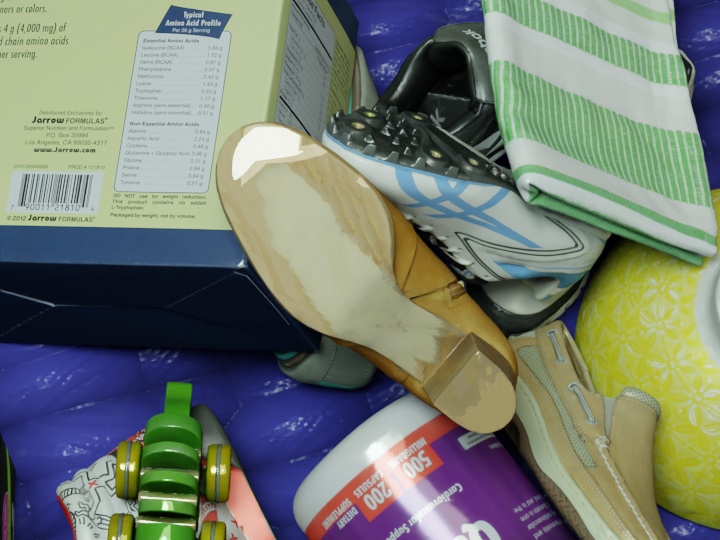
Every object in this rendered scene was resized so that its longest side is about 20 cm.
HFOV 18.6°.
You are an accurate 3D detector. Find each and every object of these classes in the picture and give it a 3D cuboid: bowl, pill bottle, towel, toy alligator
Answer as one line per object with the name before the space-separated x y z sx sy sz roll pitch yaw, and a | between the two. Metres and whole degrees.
bowl | 0.222 0.035 1.212 0.199 0.108 0.201 1 70 -3
pill bottle | 0.063 0.165 1.150 0.112 0.113 0.200 -36 76 -15
towel | 0.125 -0.111 1.176 0.152 0.023 0.201 17 57 -36
toy alligator | -0.099 0.142 1.108 0.059 0.054 0.201 4 64 -1

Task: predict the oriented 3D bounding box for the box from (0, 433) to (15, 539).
box | -0.240 0.178 1.102 0.124 0.149 0.201 0 71 -3

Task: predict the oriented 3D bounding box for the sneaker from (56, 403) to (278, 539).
sneaker | -0.085 0.178 1.160 0.108 0.067 0.202 -26 71 -12

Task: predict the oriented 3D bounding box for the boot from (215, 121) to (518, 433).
boot | 0.001 0.000 1.107 0.071 0.144 0.201 -44 100 3

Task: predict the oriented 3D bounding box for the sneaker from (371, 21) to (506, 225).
sneaker | 0.073 -0.105 1.197 0.200 0.091 0.066 -38 67 -19

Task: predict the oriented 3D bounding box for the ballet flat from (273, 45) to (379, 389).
ballet flat | -0.006 -0.028 1.249 0.063 0.067 0.201 18 68 -27

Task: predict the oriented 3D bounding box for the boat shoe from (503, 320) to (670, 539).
boat shoe | 0.126 0.091 1.156 0.076 0.072 0.200 -35 44 1

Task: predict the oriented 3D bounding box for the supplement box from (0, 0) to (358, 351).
supplement box | -0.120 -0.074 1.180 0.199 0.134 0.201 2 70 16

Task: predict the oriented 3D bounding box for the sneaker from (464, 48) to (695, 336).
sneaker | 0.123 -0.053 1.251 0.074 0.080 0.200 32 73 5

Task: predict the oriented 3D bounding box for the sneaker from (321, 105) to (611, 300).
sneaker | 0.053 -0.030 1.141 0.073 0.199 0.072 -57 44 14
